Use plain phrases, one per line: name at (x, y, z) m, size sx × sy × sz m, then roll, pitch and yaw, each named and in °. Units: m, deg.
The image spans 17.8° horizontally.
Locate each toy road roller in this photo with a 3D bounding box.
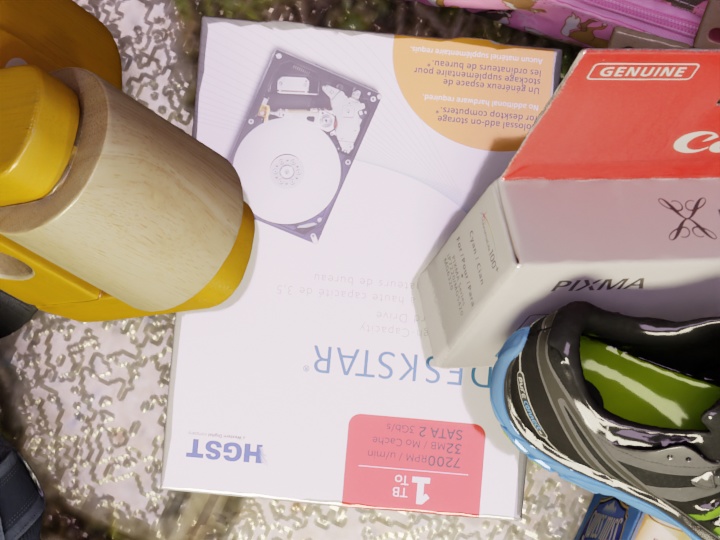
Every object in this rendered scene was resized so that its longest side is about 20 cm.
toy road roller at (-0.136, -0.063, 0.937) m, size 0.123 × 0.200 × 0.146 m, roll 32°, pitch 64°, yaw -44°

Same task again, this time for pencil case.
pencil case at (0.103, -0.128, 0.992) m, size 0.199 × 0.087 × 0.083 m, roll 18°, pitch 71°, yaw -3°

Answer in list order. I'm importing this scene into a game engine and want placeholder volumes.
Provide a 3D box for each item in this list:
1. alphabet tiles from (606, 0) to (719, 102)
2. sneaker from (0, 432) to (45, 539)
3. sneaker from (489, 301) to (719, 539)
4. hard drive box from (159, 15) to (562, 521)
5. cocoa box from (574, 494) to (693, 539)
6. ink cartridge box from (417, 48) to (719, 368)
alphabet tiles at (0.190, -0.038, 0.982) m, size 0.199 × 0.006 × 0.167 m, roll 14°, pitch 129°, yaw -2°
sneaker at (-0.216, 0.117, 0.889) m, size 0.202 × 0.077 × 0.146 m, roll -33°, pitch 110°, yaw -19°
sneaker at (0.147, 0.067, 0.871) m, size 0.199 × 0.083 × 0.071 m, roll 22°, pitch 62°, yaw -5°
hard drive box at (0.000, 0.000, 0.992) m, size 0.155 × 0.077 × 0.201 m, roll 4°, pitch 88°, yaw -2°
cocoa box at (0.176, 0.181, 0.964) m, size 0.200 × 0.133 × 0.132 m, roll 24°, pitch 86°, yaw -1°
ink cartridge box at (0.144, -0.021, 0.891) m, size 0.199 × 0.176 × 0.045 m, roll -2°, pitch 63°, yaw -21°
